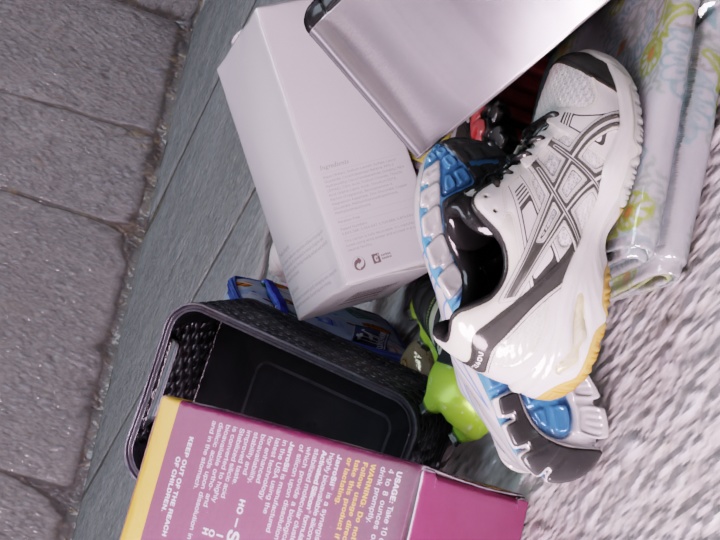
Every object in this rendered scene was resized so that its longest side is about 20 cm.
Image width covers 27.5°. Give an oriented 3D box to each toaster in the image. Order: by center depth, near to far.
[{"bbox_3d":[0.076,-0.177,0.870,0.180,0.119,0.200,-39,2,27],"label":"toaster"}]

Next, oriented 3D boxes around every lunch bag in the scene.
[{"bbox_3d":[-0.046,0.059,1.188,0.200,0.159,0.076,-139,68,-79],"label":"lunch bag"}]

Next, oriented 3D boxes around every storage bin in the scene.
[{"bbox_3d":[-0.049,0.114,1.032,0.094,0.198,0.137,-3,-66,-70],"label":"storage bin"}]

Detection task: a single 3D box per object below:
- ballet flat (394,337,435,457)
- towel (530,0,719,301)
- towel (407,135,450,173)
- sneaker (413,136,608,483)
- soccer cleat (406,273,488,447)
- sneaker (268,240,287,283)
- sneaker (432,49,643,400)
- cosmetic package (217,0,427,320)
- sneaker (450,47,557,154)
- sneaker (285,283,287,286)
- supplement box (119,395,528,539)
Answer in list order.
[{"bbox_3d":[0.012,0.139,1.090,0.067,0.056,0.202,-113,42,-67],"label":"ballet flat"},{"bbox_3d":[0.149,-0.073,0.853,0.171,0.048,0.202,151,134,-66],"label":"towel"},{"bbox_3d":[0.052,-0.172,1.044,0.202,0.023,0.143,-64,31,7],"label":"towel"},{"bbox_3d":[0.070,0.026,0.835,0.087,0.074,0.202,143,113,-71],"label":"sneaker"},{"bbox_3d":[0.077,0.041,0.972,0.081,0.067,0.200,-42,19,16],"label":"soccer cleat"},{"bbox_3d":[0.000,0.000,1.164,0.200,0.083,0.081,3,-70,-65],"label":"sneaker"},{"bbox_3d":[0.090,-0.038,0.770,0.076,0.087,0.202,136,149,-61],"label":"sneaker"},{"bbox_3d":[-0.025,-0.079,1.024,0.113,0.080,0.202,-32,73,66],"label":"cosmetic package"},{"bbox_3d":[0.095,-0.119,1.052,0.098,0.070,0.202,127,155,-46],"label":"sneaker"},{"bbox_3d":[0.005,-0.042,1.283,0.201,0.079,0.095,-60,31,4],"label":"sneaker"},{"bbox_3d":[-0.022,0.152,0.874,0.198,0.131,0.104,10,80,36],"label":"supplement box"}]
